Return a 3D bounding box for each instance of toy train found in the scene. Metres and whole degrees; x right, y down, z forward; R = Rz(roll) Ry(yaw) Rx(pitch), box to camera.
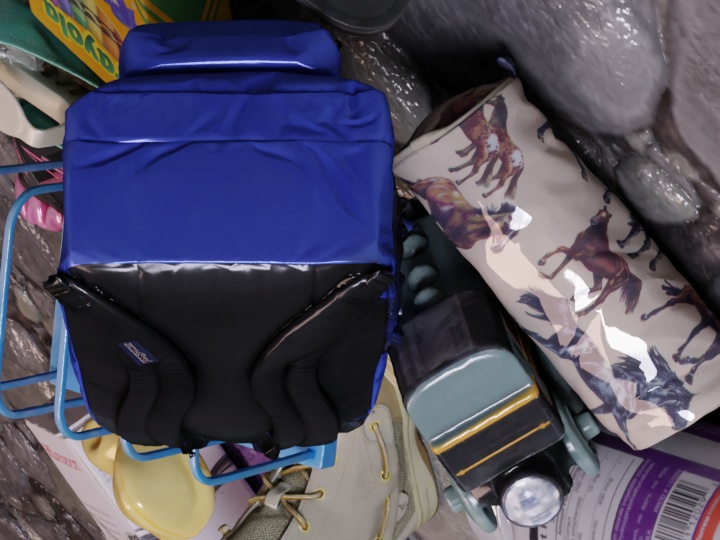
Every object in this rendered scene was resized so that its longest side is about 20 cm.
[{"bbox_3d":[0.056,0.041,1.451,0.114,0.085,0.200,56,-169,-31],"label":"toy train"}]

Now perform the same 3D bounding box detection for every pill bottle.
[{"bbox_3d":[0.147,0.126,1.473,0.199,0.111,0.112,16,141,48],"label":"pill bottle"}]

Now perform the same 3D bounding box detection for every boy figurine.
[{"bbox_3d":[-0.112,0.077,1.725,0.064,0.124,0.200,44,-160,-28],"label":"boy figurine"}]

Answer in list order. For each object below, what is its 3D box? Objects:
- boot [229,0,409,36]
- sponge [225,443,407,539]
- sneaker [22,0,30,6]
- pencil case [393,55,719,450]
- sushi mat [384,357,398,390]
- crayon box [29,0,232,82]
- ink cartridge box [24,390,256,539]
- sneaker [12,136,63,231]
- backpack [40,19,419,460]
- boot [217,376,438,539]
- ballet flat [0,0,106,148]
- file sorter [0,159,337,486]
[{"bbox_3d":[-0.051,-0.151,1.455,0.200,0.069,0.174,46,158,20],"label":"boot"},{"bbox_3d":[-0.037,0.124,1.849,0.111,0.030,0.201,10,135,53],"label":"sponge"},{"bbox_3d":[-0.112,-0.100,1.565,0.199,0.075,0.087,29,180,31],"label":"sneaker"},{"bbox_3d":[0.104,-0.004,1.399,0.200,0.089,0.078,49,126,-4],"label":"pencil case"},{"bbox_3d":[0.000,0.000,1.613,0.200,0.012,0.096,46,139,2],"label":"sushi mat"},{"bbox_3d":[-0.118,-0.153,1.431,0.126,0.051,0.201,42,156,34],"label":"crayon box"},{"bbox_3d":[-0.120,0.157,1.923,0.200,0.084,0.145,55,167,-11],"label":"ink cartridge box"},{"bbox_3d":[-0.140,-0.058,1.714,0.199,0.079,0.096,21,133,41],"label":"sneaker"},{"bbox_3d":[-0.054,-0.010,1.377,0.161,0.169,0.200,4,149,2],"label":"backpack"},{"bbox_3d":[-0.037,0.120,1.696,0.072,0.155,0.201,22,145,38],"label":"boot"},{"bbox_3d":[-0.136,-0.073,1.514,0.199,0.070,0.068,30,137,11],"label":"ballet flat"},{"bbox_3d":[-0.120,0.023,1.590,0.199,0.122,0.140,15,104,34],"label":"file sorter"}]
